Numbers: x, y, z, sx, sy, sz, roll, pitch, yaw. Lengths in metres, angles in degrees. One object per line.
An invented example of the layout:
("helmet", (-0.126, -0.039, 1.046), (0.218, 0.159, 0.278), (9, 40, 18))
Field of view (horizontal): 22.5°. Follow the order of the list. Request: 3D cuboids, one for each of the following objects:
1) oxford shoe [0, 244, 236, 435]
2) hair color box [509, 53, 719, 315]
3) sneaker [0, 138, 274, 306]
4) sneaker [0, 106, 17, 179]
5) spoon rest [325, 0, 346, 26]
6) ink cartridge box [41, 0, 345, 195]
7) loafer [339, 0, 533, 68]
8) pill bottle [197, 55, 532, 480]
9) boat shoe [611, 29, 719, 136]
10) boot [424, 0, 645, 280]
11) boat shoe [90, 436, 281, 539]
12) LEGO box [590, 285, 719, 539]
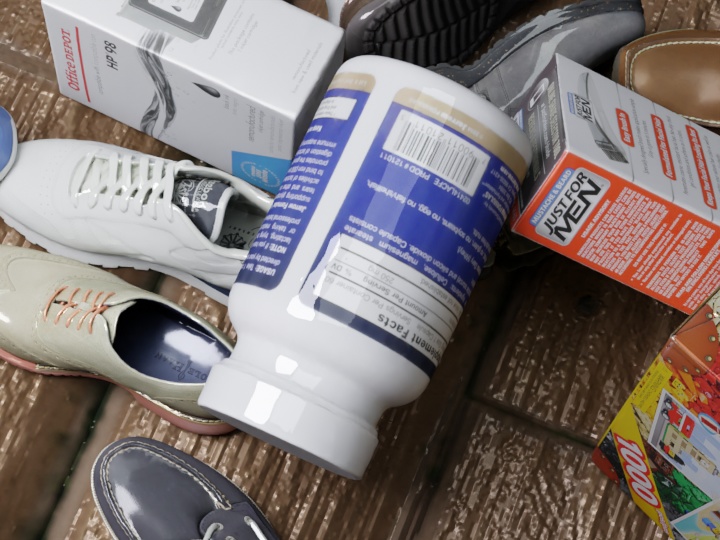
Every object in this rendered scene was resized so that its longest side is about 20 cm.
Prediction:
("oxford shoe", (-0.148, 0.024, 1.008), (0.199, 0.074, 0.071), (20, 68, 3))
("hair color box", (0.181, -0.031, 1.009), (0.199, 0.064, 0.111), (26, 31, -14))
("sneaker", (-0.119, -0.039, 1.034), (0.199, 0.081, 0.077), (15, 70, 5))
("sneaker", (-0.301, -0.102, 1.013), (0.198, 0.115, 0.081), (5, 67, 13))
("spoon rest", (-0.096, -0.190, 1.096), (0.199, 0.099, 0.061), (22, 78, -7))
("ink cartridge box", (-0.113, -0.129, 1.051), (0.199, 0.116, 0.067), (25, 69, 6))
("loafer", (0.057, -0.181, 1.114), (0.200, 0.073, 0.071), (-32, 48, -29))
("pill bottle", (0.000, 0.000, 0.944), (0.115, 0.116, 0.201), (25, 81, 6))
("boat shoe", (0.249, -0.110, 1.071), (0.199, 0.074, 0.076), (3, 81, -17))
("boot", (0.104, -0.073, 1.082), (0.199, 0.070, 0.132), (-26, 80, -9))
("boat shoe", (-0.068, 0.157, 0.967), (0.073, 0.063, 0.200), (-42, 77, -18))
("LEGO box", (0.215, 0.096, 0.941), (0.077, 0.200, 0.149), (-41, 76, -19))
